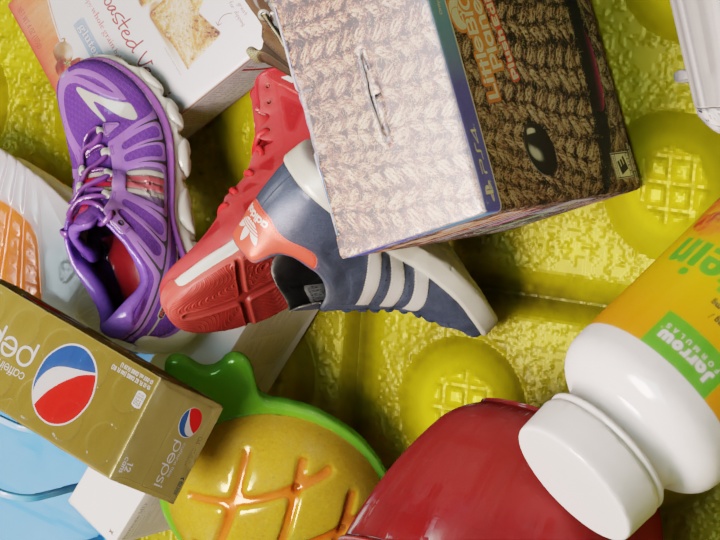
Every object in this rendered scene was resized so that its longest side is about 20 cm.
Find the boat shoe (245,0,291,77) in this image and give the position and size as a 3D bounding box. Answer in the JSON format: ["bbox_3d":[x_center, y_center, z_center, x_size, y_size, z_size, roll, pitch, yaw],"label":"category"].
[{"bbox_3d":[-0.030,-0.142,1.607,0.075,0.075,0.203,-29,85,28],"label":"boat shoe"}]

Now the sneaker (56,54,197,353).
[{"bbox_3d":[-0.150,-0.046,1.658,0.081,0.083,0.200,-33,64,32],"label":"sneaker"}]

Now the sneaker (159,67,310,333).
[{"bbox_3d":[-0.058,-0.049,1.646,0.116,0.200,0.078,48,156,29],"label":"sneaker"}]

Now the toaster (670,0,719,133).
[{"bbox_3d":[0.261,-0.144,1.462,0.199,0.114,0.130,-4,97,29],"label":"toaster"}]

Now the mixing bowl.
[{"bbox_3d":[0.098,0.141,1.562,0.200,0.200,0.109,15,78,29],"label":"mixing bowl"}]

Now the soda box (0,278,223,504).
[{"bbox_3d":[-0.179,0.065,1.614,0.200,0.064,0.068,27,89,40],"label":"soda box"}]

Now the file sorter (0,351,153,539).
[{"bbox_3d":[-0.236,0.121,1.781,0.138,0.123,0.201,22,106,27],"label":"file sorter"}]

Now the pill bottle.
[{"bbox_3d":[0.183,0.050,1.469,0.111,0.111,0.200,40,71,21],"label":"pill bottle"}]

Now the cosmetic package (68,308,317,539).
[{"bbox_3d":[-0.105,0.080,1.721,0.051,0.082,0.200,40,113,21],"label":"cosmetic package"}]

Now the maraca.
[{"bbox_3d":[-0.065,0.128,1.662,0.137,0.107,0.200,-39,115,16],"label":"maraca"}]

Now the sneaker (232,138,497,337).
[{"bbox_3d":[0.000,0.000,1.587,0.085,0.200,0.075,-45,42,10],"label":"sneaker"}]

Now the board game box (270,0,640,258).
[{"bbox_3d":[0.057,-0.103,1.535,0.097,0.200,0.160,-17,87,31],"label":"board game box"}]

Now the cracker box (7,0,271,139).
[{"bbox_3d":[-0.116,-0.169,1.714,0.200,0.058,0.134,-36,78,28],"label":"cracker box"}]

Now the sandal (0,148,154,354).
[{"bbox_3d":[-0.191,-0.008,1.774,0.206,0.059,0.079,34,101,18],"label":"sandal"}]
